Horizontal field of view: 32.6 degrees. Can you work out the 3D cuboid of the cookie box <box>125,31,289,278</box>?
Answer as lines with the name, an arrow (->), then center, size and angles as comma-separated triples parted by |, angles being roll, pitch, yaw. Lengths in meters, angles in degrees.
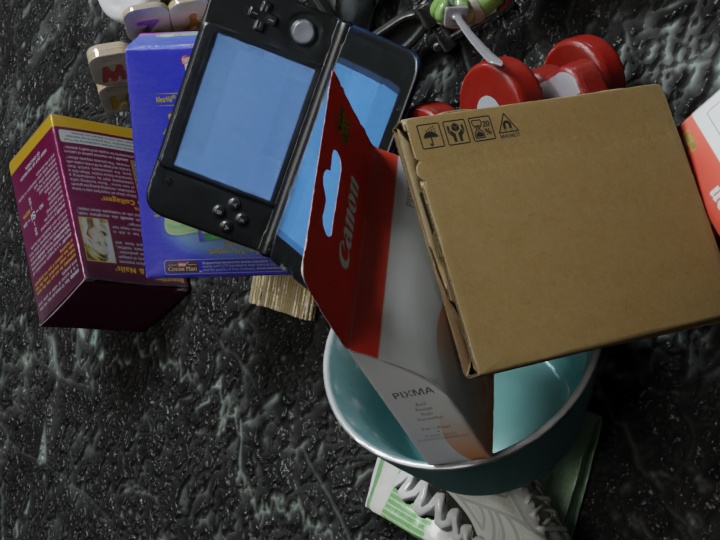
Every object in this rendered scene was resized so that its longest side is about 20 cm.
cookie box -> -0.105, -0.101, 1.060 | 0.075, 0.168, 0.203 | -93, 2, -69

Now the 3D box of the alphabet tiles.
alphabet tiles -> -0.145, -0.189, 1.126 | 0.196, 0.197, 0.015 | 95, 162, -67

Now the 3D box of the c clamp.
c clamp -> 0.009, -0.256, 1.034 | 0.170, 0.027, 0.201 | -34, 100, 33

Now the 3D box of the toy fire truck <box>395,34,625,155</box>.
toy fire truck -> 0.126, -0.066, 0.904 | 0.199, 0.111, 0.170 | -26, 85, 55

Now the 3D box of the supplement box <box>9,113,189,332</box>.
supplement box -> -0.278, -0.048, 1.303 | 0.103, 0.130, 0.202 | -37, 59, 37

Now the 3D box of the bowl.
bowl -> 0.083, 0.076, 0.871 | 0.198, 0.105, 0.203 | -13, 49, 15

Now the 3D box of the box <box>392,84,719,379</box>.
box -> 0.131, -0.030, 0.774 | 0.021, 0.198, 0.166 | -40, 63, 63

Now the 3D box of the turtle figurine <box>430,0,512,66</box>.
turtle figurine -> 0.073, -0.258, 0.897 | 0.192, 0.199, 0.146 | 16, 125, 34

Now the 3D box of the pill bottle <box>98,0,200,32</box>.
pill bottle -> -0.133, -0.261, 1.132 | 0.110, 0.198, 0.113 | -7, 80, 44

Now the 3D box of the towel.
towel -> 0.089, 0.156, 0.971 | 0.199, 0.023, 0.155 | 20, 98, 46

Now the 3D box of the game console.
game console -> -0.065, -0.104, 0.951 | 0.118, 0.169, 0.202 | -101, 31, -77

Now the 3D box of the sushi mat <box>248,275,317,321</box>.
sushi mat -> -0.060, -0.060, 1.162 | 0.095, 0.012, 0.203 | 11, 93, 47

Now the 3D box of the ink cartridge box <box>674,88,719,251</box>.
ink cartridge box -> 0.258, -0.063, 0.807 | 0.200, 0.050, 0.110 | -43, 56, 33

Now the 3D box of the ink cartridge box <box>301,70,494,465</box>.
ink cartridge box -> 0.033, -0.002, 0.748 | 0.049, 0.201, 0.164 | -9, 48, 20

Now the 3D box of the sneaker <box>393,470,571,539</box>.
sneaker -> 0.108, 0.175, 0.891 | 0.199, 0.075, 0.082 | 34, 98, 41

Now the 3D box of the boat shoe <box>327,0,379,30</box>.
boat shoe -> -0.007, -0.273, 1.096 | 0.071, 0.070, 0.204 | -1, 85, 42
